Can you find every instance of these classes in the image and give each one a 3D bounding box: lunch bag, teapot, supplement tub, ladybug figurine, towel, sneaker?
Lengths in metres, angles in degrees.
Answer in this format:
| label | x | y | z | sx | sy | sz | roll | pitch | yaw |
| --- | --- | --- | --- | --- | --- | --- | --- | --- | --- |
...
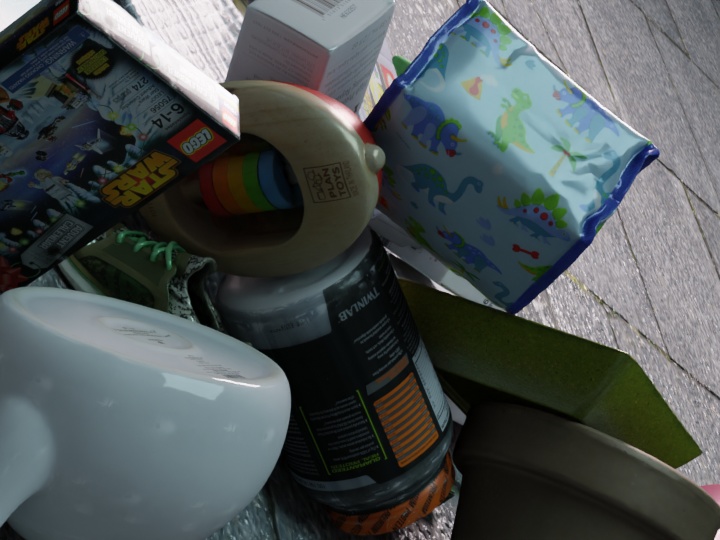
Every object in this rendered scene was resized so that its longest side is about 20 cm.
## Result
| label | x | y | z | sx | sy | sz | roll | pitch | yaw |
| --- | --- | --- | --- | --- | --- | --- | --- | --- | --- |
| lunch bag | 0.081 | -0.065 | 1.447 | 0.170 | 0.200 | 0.127 | 40 | 58 | 1 |
| teapot | -0.139 | 0.102 | 1.198 | 0.199 | 0.147 | 0.197 | 14 | 8 | -16 |
| supplement tub | -0.011 | 0.076 | 1.472 | 0.123 | 0.122 | 0.200 | -81 | 153 | -61 |
| ladybug figurine | -0.062 | -0.066 | 1.404 | 0.072 | 0.199 | 0.136 | -41 | 121 | -48 |
| towel | -0.146 | -0.165 | 1.558 | 0.200 | 0.085 | 0.166 | 54 | 22 | 0 |
| sneaker | -0.134 | 0.005 | 1.418 | 0.200 | 0.089 | 0.077 | 57 | 22 | 10 |

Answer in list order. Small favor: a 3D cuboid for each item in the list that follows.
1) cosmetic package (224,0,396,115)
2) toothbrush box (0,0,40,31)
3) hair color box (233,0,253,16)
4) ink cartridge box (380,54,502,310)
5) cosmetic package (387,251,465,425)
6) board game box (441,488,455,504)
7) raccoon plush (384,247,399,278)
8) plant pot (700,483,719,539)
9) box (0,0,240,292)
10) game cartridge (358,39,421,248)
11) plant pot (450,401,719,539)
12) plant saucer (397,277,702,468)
| label | x | y | z | sx | sy | sz | roll | pitch | yaw |
| --- | --- | --- | --- | --- | --- | --- | --- | --- | --- |
| cosmetic package | -0.051 | -0.107 | 1.487 | 0.074 | 0.200 | 0.102 | 30 | 40 | 15 |
| toothbrush box | -0.269 | -0.177 | 1.417 | 0.200 | 0.085 | 0.146 | 54 | 20 | 1 |
| hair color box | -0.076 | -0.140 | 1.696 | 0.200 | 0.065 | 0.109 | 51 | 20 | -4 |
| ink cartridge box | 0.072 | -0.073 | 1.787 | 0.084 | 0.146 | 0.200 | 30 | 4 | -44 |
| cosmetic package | 0.073 | 0.066 | 1.775 | 0.200 | 0.052 | 0.151 | 29 | 18 | -47 |
| board game box | -0.005 | 0.098 | 1.638 | 0.200 | 0.023 | 0.105 | 37 | 25 | -36 |
| raccoon plush | 0.000 | 0.000 | 1.625 | 0.134 | 0.097 | 0.201 | 30 | 41 | -58 |
| plant pot | 0.266 | 0.292 | 1.706 | 0.179 | 0.200 | 0.200 | -23 | 78 | -52 |
| box | -0.190 | -0.076 | 1.271 | 0.137 | 0.200 | 0.040 | 36 | 33 | -37 |
| game cartridge | 0.003 | -0.123 | 1.679 | 0.133 | 0.041 | 0.201 | 20 | 51 | -63 |
| plant pot | 0.133 | 0.212 | 1.517 | 0.200 | 0.175 | 0.200 | 25 | -14 | 7 |
| plant saucer | 0.128 | 0.089 | 1.543 | 0.200 | 0.048 | 0.200 | 19 | -15 | 31 |
